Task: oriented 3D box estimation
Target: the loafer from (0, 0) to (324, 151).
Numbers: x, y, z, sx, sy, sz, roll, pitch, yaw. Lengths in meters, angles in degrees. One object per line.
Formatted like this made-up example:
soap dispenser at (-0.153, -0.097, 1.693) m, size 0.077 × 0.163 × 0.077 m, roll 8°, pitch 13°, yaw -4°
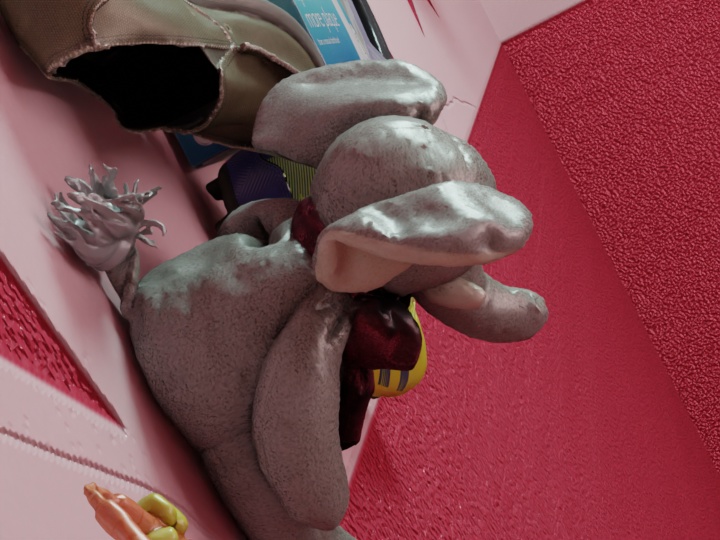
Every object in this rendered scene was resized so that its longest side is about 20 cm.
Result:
loafer at (-0.079, -0.081, 0.800) m, size 0.200 × 0.075 × 0.070 m, roll 21°, pitch 48°, yaw -53°

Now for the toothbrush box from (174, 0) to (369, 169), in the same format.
toothbrush box at (-0.078, -0.160, 0.958) m, size 0.200 × 0.085 × 0.146 m, roll 62°, pitch 11°, yaw -1°

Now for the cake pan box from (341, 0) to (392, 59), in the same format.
cake pan box at (-0.033, -0.184, 1.317) m, size 0.184 × 0.052 × 0.200 m, roll 70°, pitch 12°, yaw 20°

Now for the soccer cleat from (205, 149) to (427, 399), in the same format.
soccer cleat at (0.000, 0.000, 0.951) m, size 0.200 × 0.084 × 0.065 m, roll 52°, pitch 16°, yaw -48°

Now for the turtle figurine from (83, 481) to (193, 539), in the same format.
turtle figurine at (-0.024, 0.154, 0.538) m, size 0.200 × 0.064 × 0.161 m, roll 57°, pitch 2°, yaw 11°

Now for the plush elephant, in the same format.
plush elephant at (-0.002, 0.005, 0.736) m, size 0.200 × 0.155 × 0.165 m, roll 56°, pitch 13°, yaw -36°
